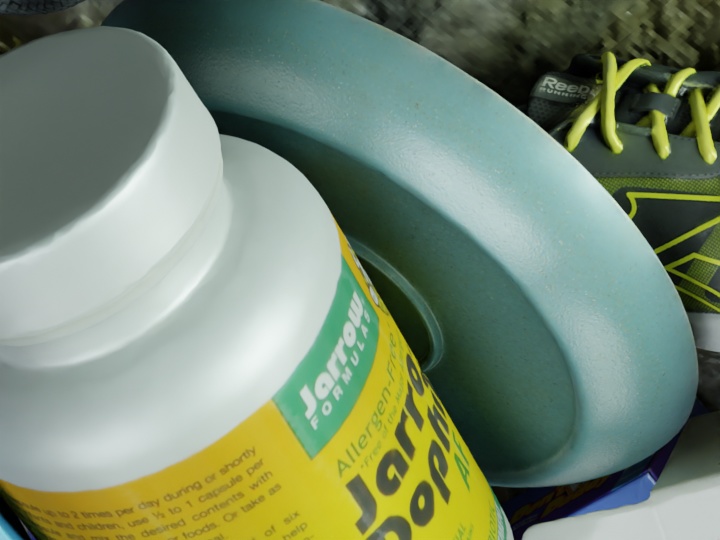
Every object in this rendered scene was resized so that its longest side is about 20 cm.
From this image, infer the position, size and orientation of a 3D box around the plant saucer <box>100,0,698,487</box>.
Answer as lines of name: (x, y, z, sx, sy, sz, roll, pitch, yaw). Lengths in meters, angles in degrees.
plant saucer: (0.000, 0.000, 0.730, 0.200, 0.027, 0.200, 26, 151, 16)

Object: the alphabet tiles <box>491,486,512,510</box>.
alphabet tiles: (0.010, 0.121, 0.961, 0.167, 0.008, 0.200, 11, 139, 16)

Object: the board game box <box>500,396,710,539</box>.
board game box: (0.120, 0.154, 0.866, 0.200, 0.045, 0.134, 50, 131, -7)

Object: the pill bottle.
pill bottle: (-0.042, 0.035, 0.683, 0.113, 0.113, 0.200, -3, 136, 29)

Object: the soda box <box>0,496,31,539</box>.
soda box: (-0.150, 0.048, 0.721, 0.068, 0.064, 0.200, 54, 175, -29)

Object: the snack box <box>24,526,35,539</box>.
snack box: (-0.121, 0.096, 0.900, 0.200, 0.024, 0.072, 1, 160, -10)

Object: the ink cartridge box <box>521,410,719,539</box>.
ink cartridge box: (0.161, 0.090, 0.747, 0.200, 0.067, 0.117, -16, 103, 23)

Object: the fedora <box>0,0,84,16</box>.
fedora: (-0.096, -0.137, 0.657, 0.200, 0.092, 0.201, 13, 139, 12)

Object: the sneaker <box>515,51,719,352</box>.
sneaker: (0.089, -0.023, 0.708, 0.200, 0.075, 0.085, -18, 125, 39)
